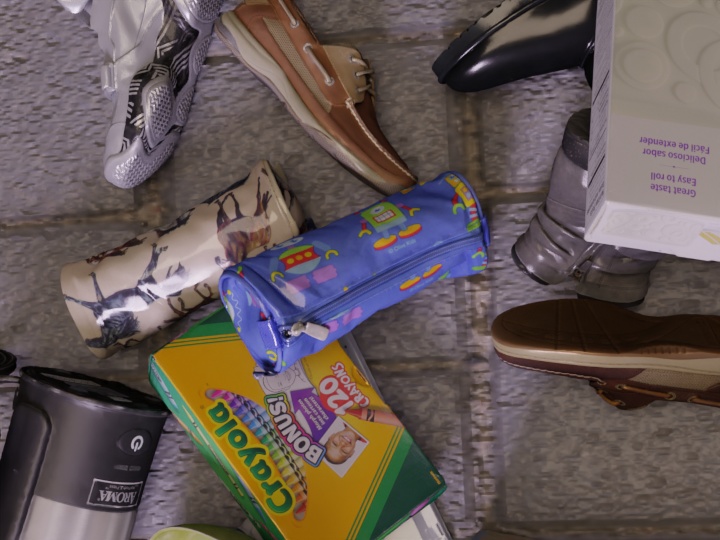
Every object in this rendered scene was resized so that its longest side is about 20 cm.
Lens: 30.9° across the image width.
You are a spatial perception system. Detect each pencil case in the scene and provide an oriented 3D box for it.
[{"bbox_3d":[-0.133,-0.008,0.982,0.199,0.090,0.078,-27,110,9],"label":"pencil case"},{"bbox_3d":[0.000,0.000,0.912,0.199,0.087,0.078,-25,119,-20],"label":"pencil case"}]

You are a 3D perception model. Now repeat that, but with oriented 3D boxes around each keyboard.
[{"bbox_3d":[0.002,0.129,0.982,0.056,0.011,0.201,-28,81,13],"label":"keyboard"}]

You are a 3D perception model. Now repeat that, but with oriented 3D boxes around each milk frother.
[{"bbox_3d":[-0.267,0.161,0.982,0.200,0.180,0.189,16,89,54],"label":"milk frother"}]

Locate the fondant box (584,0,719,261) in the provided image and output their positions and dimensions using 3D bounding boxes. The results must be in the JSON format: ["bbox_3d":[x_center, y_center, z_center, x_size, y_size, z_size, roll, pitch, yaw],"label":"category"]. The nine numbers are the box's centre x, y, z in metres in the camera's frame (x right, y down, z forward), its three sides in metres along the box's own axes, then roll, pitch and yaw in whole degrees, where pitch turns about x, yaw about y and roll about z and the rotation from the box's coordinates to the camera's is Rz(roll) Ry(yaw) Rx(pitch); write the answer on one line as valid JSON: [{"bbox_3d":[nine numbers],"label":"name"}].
[{"bbox_3d":[0.224,-0.108,0.833,0.143,0.058,0.201,9,67,-2],"label":"fondant box"}]

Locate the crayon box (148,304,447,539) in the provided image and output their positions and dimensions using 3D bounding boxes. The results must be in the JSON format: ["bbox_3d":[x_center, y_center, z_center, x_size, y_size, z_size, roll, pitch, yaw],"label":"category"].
[{"bbox_3d":[-0.048,0.115,0.932,0.119,0.058,0.200,-34,77,-22],"label":"crayon box"}]

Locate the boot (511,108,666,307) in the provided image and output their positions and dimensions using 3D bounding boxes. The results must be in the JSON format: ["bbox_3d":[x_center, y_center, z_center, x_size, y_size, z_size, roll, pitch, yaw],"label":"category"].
[{"bbox_3d":[0.216,-0.028,0.908,0.199,0.070,0.132,19,128,4],"label":"boot"}]

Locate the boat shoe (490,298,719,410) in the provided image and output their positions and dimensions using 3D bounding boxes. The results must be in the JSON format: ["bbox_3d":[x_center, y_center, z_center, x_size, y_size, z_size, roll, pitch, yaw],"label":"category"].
[{"bbox_3d":[0.189,0.069,0.915,0.199,0.072,0.072,3,119,-3],"label":"boat shoe"}]

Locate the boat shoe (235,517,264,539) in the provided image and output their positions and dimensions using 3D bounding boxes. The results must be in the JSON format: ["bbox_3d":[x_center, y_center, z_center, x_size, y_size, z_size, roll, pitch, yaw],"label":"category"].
[{"bbox_3d":[-0.008,0.241,0.942,0.200,0.074,0.067,38,74,6],"label":"boat shoe"}]

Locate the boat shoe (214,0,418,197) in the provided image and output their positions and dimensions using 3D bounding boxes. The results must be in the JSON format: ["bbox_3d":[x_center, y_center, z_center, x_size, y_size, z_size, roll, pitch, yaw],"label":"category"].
[{"bbox_3d":[-0.023,-0.138,0.970,0.072,0.076,0.200,-43,82,3],"label":"boat shoe"}]

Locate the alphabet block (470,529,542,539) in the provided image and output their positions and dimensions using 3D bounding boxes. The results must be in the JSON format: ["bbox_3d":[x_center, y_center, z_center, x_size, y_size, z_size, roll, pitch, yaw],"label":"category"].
[{"bbox_3d":[0.152,0.292,0.851,0.199,0.195,0.198,7,90,12],"label":"alphabet block"}]

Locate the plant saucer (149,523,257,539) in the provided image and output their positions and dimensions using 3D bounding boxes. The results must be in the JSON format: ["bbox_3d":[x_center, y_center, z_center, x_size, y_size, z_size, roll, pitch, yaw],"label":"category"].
[{"bbox_3d":[-0.069,0.252,0.920,0.200,0.200,0.031,42,52,11],"label":"plant saucer"}]

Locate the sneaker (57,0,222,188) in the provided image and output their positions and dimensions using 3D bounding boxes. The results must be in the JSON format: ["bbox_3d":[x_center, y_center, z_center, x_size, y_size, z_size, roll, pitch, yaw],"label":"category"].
[{"bbox_3d":[-0.185,-0.168,1.004,0.114,0.075,0.201,17,85,12],"label":"sneaker"}]

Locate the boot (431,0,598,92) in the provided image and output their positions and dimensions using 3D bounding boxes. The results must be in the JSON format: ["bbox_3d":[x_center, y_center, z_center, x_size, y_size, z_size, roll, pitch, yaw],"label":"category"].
[{"bbox_3d":[0.172,-0.139,0.938,0.198,0.073,0.163,-33,87,9],"label":"boot"}]
